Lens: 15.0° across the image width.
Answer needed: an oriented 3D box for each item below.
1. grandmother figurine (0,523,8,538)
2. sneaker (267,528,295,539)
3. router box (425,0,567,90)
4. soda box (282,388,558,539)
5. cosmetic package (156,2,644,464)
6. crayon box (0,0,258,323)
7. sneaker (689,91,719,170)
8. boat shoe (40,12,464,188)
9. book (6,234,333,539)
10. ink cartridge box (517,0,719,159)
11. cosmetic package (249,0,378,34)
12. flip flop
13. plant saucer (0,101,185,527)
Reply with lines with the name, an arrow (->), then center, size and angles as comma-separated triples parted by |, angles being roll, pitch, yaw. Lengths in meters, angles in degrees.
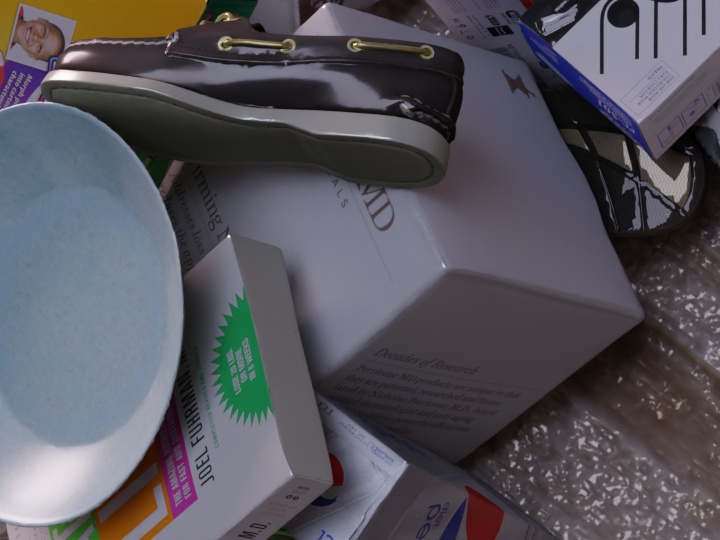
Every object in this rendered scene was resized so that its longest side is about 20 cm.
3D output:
grandmother figurine -> -0.245, 0.063, 1.545 | 0.121, 0.061, 0.201 | -29, 84, -12
sneaker -> -0.077, 0.118, 1.476 | 0.200, 0.078, 0.085 | 42, 86, 21
router box -> 0.071, -0.210, 1.432 | 0.049, 0.200, 0.181 | -7, 66, 24
soda box -> 0.023, 0.122, 1.346 | 0.068, 0.200, 0.064 | 36, 91, 30
cosmetic package -> 0.000, 0.000, 1.390 | 0.200, 0.166, 0.168 | -41, 58, 29
crayon box -> -0.151, -0.082, 1.365 | 0.119, 0.058, 0.201 | 34, 107, 17
sneaker -> 0.210, -0.089, 1.391 | 0.088, 0.074, 0.200 | -38, 74, 11
boat shoe -> -0.050, -0.086, 1.274 | 0.200, 0.072, 0.061 | 10, 70, 15
book -> -0.094, 0.095, 1.302 | 0.200, 0.048, 0.134 | -42, 48, 34
ink cartridge box -> 0.183, -0.159, 1.367 | 0.200, 0.044, 0.094 | -44, 60, -3
cosmetic package -> -0.071, -0.245, 1.503 | 0.199, 0.166, 0.165 | 19, 41, 29
flip flop -> 0.103, -0.054, 1.458 | 0.199, 0.057, 0.082 | 0, 80, 41
plant saucer -> -0.146, 0.021, 1.303 | 0.200, 0.039, 0.202 | -3, 85, 39
